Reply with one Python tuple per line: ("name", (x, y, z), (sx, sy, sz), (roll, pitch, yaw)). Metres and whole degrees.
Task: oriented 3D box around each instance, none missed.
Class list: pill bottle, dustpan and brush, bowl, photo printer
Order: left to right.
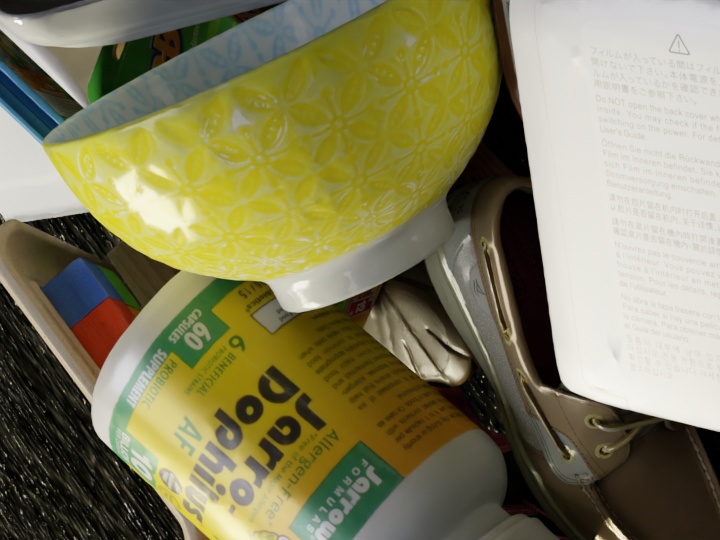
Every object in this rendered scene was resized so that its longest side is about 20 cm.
("dustpan and brush", (-0.177, -0.130, 1.515), (0.139, 0.057, 0.200), (-6, 113, 52))
("bowl", (-0.018, -0.048, 1.180), (0.200, 0.200, 0.108), (-4, 114, 63))
("pill bottle", (-0.009, 0.089, 1.228), (0.200, 0.113, 0.113), (41, 148, 17))
("photo printer", (0.137, -0.038, 1.027), (0.166, 0.069, 0.201), (11, 125, 35))

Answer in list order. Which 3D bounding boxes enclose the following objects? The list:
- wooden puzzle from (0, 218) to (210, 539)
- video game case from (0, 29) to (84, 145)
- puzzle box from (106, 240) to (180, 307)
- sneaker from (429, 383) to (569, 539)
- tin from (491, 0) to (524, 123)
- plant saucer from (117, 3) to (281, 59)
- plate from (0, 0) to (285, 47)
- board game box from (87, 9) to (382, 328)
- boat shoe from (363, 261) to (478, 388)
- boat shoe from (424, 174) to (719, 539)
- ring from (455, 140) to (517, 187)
("wooden puzzle", (-0.097, 0.065, 1.468), (0.200, 0.046, 0.185), (57, -174, 15))
("video game case", (-0.149, -0.078, 1.313), (0.200, 0.018, 0.143), (44, -177, 2))
("puzzle box", (-0.045, 0.073, 1.492), (0.200, 0.025, 0.133), (53, -175, 24))
("sneaker", (0.087, 0.112, 1.276), (0.200, 0.079, 0.096), (24, 106, 25))
("tin", (0.096, -0.118, 1.094), (0.112, 0.042, 0.201), (13, 126, 40))
("plant saucer", (-0.091, -0.123, 1.458), (0.200, 0.048, 0.200), (41, 145, 40))
("plate", (-0.085, -0.139, 1.231), (0.199, 0.199, 0.032), (33, 135, 59))
("board game box", (-0.052, -0.062, 1.322), (0.200, 0.030, 0.096), (44, 125, 30))
("boat shoe", (0.000, 0.000, 1.352), (0.200, 0.065, 0.073), (27, 131, 41))
("boat shoe", (0.096, 0.049, 1.205), (0.200, 0.074, 0.066), (55, 158, -2))
("ring", (0.059, -0.091, 1.233), (0.200, 0.019, 0.201), (44, 148, 37))
